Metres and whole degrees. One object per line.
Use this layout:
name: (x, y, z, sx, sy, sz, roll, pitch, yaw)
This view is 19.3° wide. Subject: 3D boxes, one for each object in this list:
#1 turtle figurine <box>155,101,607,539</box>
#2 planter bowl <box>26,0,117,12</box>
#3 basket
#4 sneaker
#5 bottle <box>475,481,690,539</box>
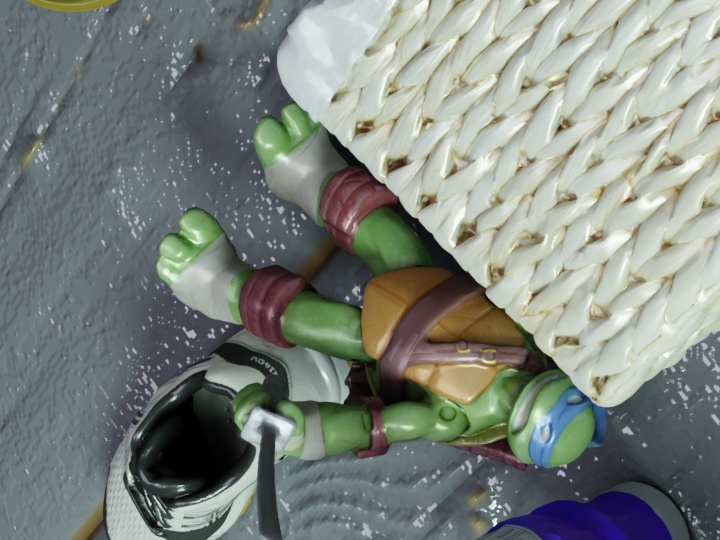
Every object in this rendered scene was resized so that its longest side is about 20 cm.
turtle figurine: (0.000, 0.000, 0.836, 0.193, 0.199, 0.145, 32, 110, 39)
planter bowl: (-0.174, -0.210, 0.962, 0.199, 0.083, 0.202, 17, 117, 37)
basket: (0.118, -0.090, 0.674, 0.161, 0.198, 0.200, 51, 131, 11)
sneaker: (-0.084, 0.084, 0.990, 0.076, 0.087, 0.200, 53, 133, 10)
bottle: (0.056, 0.137, 0.808, 0.065, 0.199, 0.084, 41, 129, 21)
